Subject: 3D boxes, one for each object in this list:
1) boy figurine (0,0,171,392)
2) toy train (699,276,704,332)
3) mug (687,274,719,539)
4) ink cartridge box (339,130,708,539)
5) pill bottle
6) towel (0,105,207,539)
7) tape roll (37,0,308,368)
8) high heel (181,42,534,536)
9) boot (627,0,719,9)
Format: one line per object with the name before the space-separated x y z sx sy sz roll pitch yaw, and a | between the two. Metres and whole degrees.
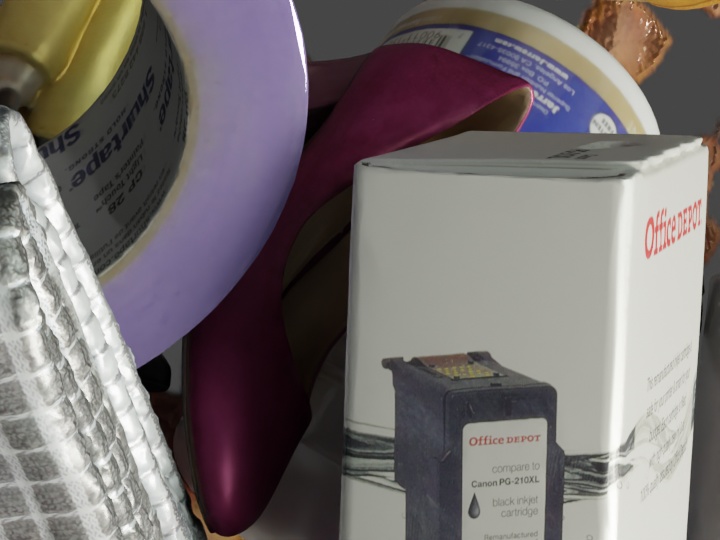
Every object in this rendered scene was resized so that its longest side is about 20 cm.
boy figurine | -0.075 -0.059 0.881 0.124 0.064 0.201 28 71 -40
toy train | 0.084 0.048 1.073 0.200 0.034 0.046 -29 121 -45
mug | 0.220 0.098 1.139 0.186 0.149 0.154 16 88 -40
ink cartridge box | 0.051 0.060 0.781 0.145 0.084 0.201 -23 116 -74
pill bottle | 0.019 0.007 0.937 0.120 0.119 0.200 54 52 -31
towel | -0.139 0.064 0.703 0.086 0.165 0.200 -103 176 -51
tape roll | -0.120 -0.060 0.729 0.200 0.200 0.085 48 11 -35
high heel | 0.000 0.000 0.823 0.068 0.096 0.200 78 16 -50
boot | 0.119 -0.205 1.039 0.071 0.144 0.202 -28 108 -45
